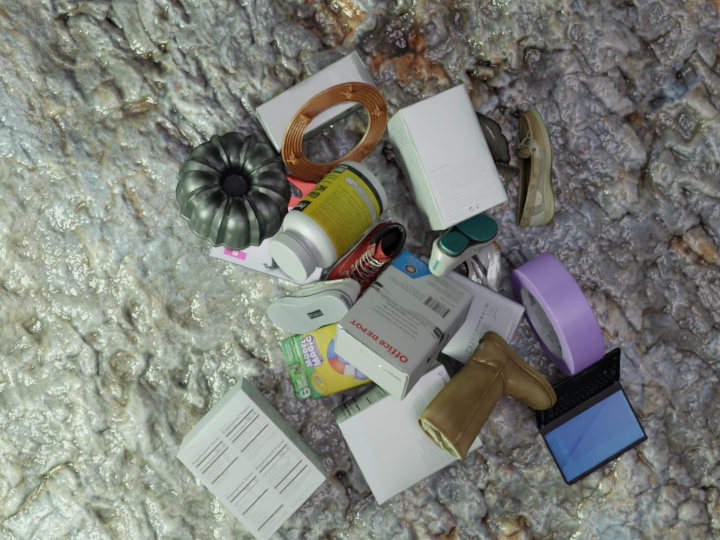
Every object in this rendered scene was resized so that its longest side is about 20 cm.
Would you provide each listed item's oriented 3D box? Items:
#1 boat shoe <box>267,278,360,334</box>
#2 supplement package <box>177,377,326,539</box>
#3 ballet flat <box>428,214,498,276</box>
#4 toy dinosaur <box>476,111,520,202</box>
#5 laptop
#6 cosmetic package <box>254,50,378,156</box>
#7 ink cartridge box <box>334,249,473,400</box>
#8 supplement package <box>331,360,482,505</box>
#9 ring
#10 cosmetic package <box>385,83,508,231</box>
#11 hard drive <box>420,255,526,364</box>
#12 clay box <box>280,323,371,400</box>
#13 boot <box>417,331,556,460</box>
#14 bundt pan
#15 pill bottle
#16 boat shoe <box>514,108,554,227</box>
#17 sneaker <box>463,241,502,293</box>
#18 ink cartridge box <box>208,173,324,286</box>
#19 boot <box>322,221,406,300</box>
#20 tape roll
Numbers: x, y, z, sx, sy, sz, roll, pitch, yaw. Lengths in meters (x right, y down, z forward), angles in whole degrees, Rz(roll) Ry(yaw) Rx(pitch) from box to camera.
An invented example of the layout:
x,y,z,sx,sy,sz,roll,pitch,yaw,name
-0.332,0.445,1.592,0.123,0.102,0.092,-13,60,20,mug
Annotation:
x,y,z,sx,sy,sz,roll,pitch,yaw,name
-0.076,0.052,1.685,0.071,0.198,0.070,52,49,-18,boat shoe
-0.178,0.309,1.666,0.151,0.152,0.200,-44,95,-3,supplement package
0.167,-0.041,1.694,0.068,0.199,0.071,11,113,28,ballet flat
0.224,-0.224,1.728,0.076,0.102,0.203,-23,104,-7,toy dinosaur
0.406,0.258,1.761,0.175,0.201,0.104,-29,56,-6,laptop
-0.076,-0.279,1.698,0.198,0.107,0.091,-33,93,-3,cosmetic package
0.069,0.086,1.636,0.145,0.085,0.200,34,57,16,ink cartridge box
0.074,0.264,1.701,0.197,0.151,0.154,-28,94,-5,supplement package
-0.039,-0.225,1.671,0.198,0.201,0.019,-32,57,-5,ring
0.138,-0.183,1.676,0.121,0.199,0.203,-24,94,-5,cosmetic package
0.168,0.079,1.723,0.197,0.025,0.134,27,103,16,hard drive
-0.031,0.145,1.735,0.196,0.048,0.117,-19,93,-2,clay box
0.205,0.225,1.625,0.175,0.066,0.201,42,62,-3,boot
-0.207,-0.142,1.671,0.197,0.076,0.206,4,71,-11,bundt pan
-0.055,-0.080,1.664,0.113,0.112,0.200,47,65,-5,pill bottle
0.295,-0.179,1.759,0.062,0.073,0.205,-8,99,-11,boat shoe
0.208,0.052,1.758,0.086,0.076,0.205,-6,82,0,sneaker
-0.141,-0.080,1.726,0.196,0.044,0.177,17,90,-6,ink cartridge box
0.000,0.000,1.692,0.072,0.144,0.201,39,88,-7,boot
0.332,0.073,1.702,0.065,0.200,0.203,-27,94,-6,tape roll
